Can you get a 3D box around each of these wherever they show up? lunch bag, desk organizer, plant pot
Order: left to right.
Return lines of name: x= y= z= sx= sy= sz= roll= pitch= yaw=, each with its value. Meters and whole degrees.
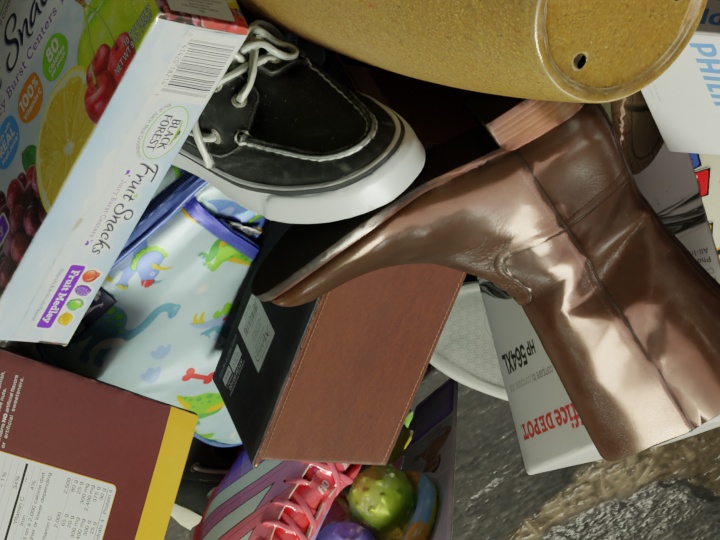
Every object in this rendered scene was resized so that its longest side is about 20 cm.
lunch bag: x=-0.076 y=0.002 z=1.432 sx=0.161 sy=0.083 sz=0.200 roll=-40 pitch=141 yaw=12
desk organizer: x=0.000 y=0.000 z=1.349 sx=0.077 sy=0.072 sz=0.201 roll=5 pitch=125 yaw=-27
plant pot: x=0.057 y=-0.152 z=1.189 sx=0.185 sy=0.200 sz=0.187 roll=-18 pitch=126 yaw=-28

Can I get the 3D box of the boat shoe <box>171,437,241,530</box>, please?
boat shoe: x=-0.118 y=0.092 z=1.528 sx=0.068 sy=0.072 sz=0.200 roll=-52 pitch=137 yaw=6

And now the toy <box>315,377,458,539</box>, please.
toy: x=0.000 y=0.136 z=1.548 sx=0.047 sy=0.200 sz=0.115 roll=42 pitch=117 yaw=-17

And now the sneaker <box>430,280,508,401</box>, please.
sneaker: x=0.122 y=0.051 z=1.604 sx=0.199 sy=0.071 sz=0.099 roll=6 pitch=170 yaw=-5

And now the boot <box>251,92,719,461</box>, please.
boot: x=0.074 y=0.026 z=1.267 sx=0.186 sy=0.064 sz=0.200 roll=-32 pitch=113 yaw=9

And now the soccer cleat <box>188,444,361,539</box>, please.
soccer cleat: x=-0.039 y=0.123 z=1.502 sx=0.076 sy=0.201 sz=0.067 roll=-16 pitch=129 yaw=31

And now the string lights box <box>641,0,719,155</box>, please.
string lights box: x=0.187 y=-0.165 z=1.299 sx=0.059 sy=0.201 sz=0.103 roll=7 pitch=151 yaw=27

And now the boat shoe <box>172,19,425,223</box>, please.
boat shoe: x=-0.055 y=-0.082 z=1.254 sx=0.074 sy=0.199 sz=0.068 roll=-43 pitch=132 yaw=-18

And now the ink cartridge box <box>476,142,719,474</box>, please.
ink cartridge box: x=0.117 y=-0.007 z=1.396 sx=0.084 sy=0.201 sz=0.146 roll=-12 pitch=172 yaw=-16

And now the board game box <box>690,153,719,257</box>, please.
board game box: x=0.212 y=-0.082 z=1.521 sx=0.151 sy=0.046 sz=0.201 roll=-22 pitch=142 yaw=-6

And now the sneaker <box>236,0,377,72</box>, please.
sneaker: x=-0.016 y=-0.099 z=1.364 sx=0.082 sy=0.073 sz=0.200 roll=-28 pitch=132 yaw=9

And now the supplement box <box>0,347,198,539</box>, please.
supplement box: x=-0.228 y=0.095 z=1.329 sx=0.199 sy=0.197 sz=0.134 roll=22 pitch=81 yaw=-44

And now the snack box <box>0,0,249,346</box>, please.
snack box: x=-0.134 y=-0.086 z=1.246 sx=0.053 sy=0.143 sz=0.200 roll=8 pitch=131 yaw=-34

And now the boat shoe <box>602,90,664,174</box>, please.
boat shoe: x=0.115 y=-0.148 z=1.313 sx=0.072 sy=0.076 sz=0.202 roll=-1 pitch=97 yaw=-62
